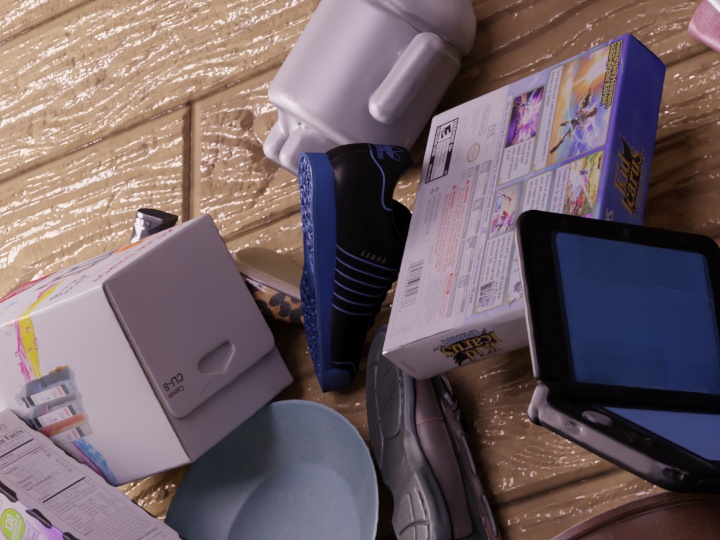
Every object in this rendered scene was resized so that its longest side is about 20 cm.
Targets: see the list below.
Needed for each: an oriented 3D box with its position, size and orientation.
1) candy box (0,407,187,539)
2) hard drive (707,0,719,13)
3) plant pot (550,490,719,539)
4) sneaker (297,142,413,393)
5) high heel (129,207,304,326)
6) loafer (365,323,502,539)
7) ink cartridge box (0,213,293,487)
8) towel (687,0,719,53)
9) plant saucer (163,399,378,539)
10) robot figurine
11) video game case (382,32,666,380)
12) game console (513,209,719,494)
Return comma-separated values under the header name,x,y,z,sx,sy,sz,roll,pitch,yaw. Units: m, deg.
name,x,y,z,sx,sy,sz,roll,pitch,yaw
candy box,-0.215,0.222,1.781,0.200,0.071,0.168,32,127,23
hard drive,0.289,-0.214,1.682,0.132,0.026,0.200,-47,48,13
plant pot,0.181,0.264,1.452,0.200,0.200,0.199,-40,55,18
sneaker,0.000,0.000,1.774,0.078,0.200,0.070,-8,38,-10
high heel,-0.106,0.050,1.904,0.200,0.071,0.143,23,107,32
loafer,0.049,0.125,1.729,0.072,0.063,0.200,119,149,-44
ink cartridge box,-0.182,0.070,1.837,0.200,0.145,0.145,-19,101,36
towel,0.319,-0.175,1.670,0.144,0.023,0.200,-55,45,5
plant saucer,-0.057,0.191,1.787,0.201,0.039,0.202,-19,57,32
robot figurine,0.009,-0.151,1.856,0.200,0.113,0.170,-58,26,1
video game case,0.109,-0.040,1.672,0.181,0.045,0.200,-21,45,42
game console,0.199,0.052,1.512,0.176,0.200,0.117,26,104,44
